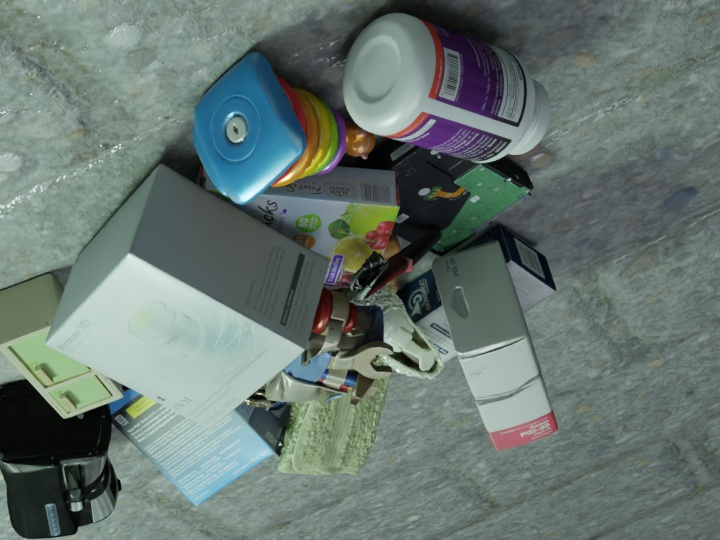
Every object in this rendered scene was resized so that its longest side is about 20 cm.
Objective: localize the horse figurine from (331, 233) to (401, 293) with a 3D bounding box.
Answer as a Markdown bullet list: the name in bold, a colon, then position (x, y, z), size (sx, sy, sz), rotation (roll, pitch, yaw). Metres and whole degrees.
- **horse figurine**: position (0.000, 0.000, 1.785), size (0.132, 0.050, 0.200), rotation (-22, 146, -24)

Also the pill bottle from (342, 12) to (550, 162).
- **pill bottle**: position (0.086, -0.166, 1.506), size (0.200, 0.113, 0.112), rotation (12, 138, -42)

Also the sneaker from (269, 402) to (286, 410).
- **sneaker**: position (-0.113, 0.099, 1.882), size (0.078, 0.066, 0.200), rotation (-5, 145, -18)

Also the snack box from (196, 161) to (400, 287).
- **snack box**: position (-0.072, -0.047, 1.625), size (0.199, 0.053, 0.142), rotation (5, 141, -11)

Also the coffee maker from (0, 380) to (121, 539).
- **coffee maker**: position (-0.384, 0.220, 1.886), size (0.191, 0.135, 0.200), rotation (14, 146, 3)

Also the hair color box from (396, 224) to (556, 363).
- **hair color box**: position (0.122, 0.036, 1.903), size (0.200, 0.061, 0.100), rotation (-34, 137, 24)

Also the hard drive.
- **hard drive**: position (0.080, -0.089, 1.707), size (0.140, 0.038, 0.200), rotation (-34, 146, 25)

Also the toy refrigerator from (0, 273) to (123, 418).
- **toy refrigerator**: position (-0.328, 0.088, 1.731), size (0.076, 0.070, 0.200), rotation (-20, 151, 1)

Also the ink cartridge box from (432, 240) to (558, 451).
- **ink cartridge box**: position (0.153, 0.087, 1.808), size (0.082, 0.147, 0.200), rotation (-18, 141, 5)

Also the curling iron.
- **curling iron**: position (0.044, -0.012, 1.656), size (0.050, 0.026, 0.200), rotation (-57, 166, 27)

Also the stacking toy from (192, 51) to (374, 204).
- **stacking toy**: position (-0.054, -0.129, 1.521), size (0.110, 0.116, 0.200), rotation (-39, 159, 31)

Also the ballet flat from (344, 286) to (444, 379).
- **ballet flat**: position (0.044, 0.073, 1.806), size (0.072, 0.072, 0.200), rotation (-27, 148, 14)

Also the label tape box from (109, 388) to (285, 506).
- **label tape box**: position (-0.210, 0.168, 1.913), size (0.144, 0.063, 0.200), rotation (-35, 106, 27)

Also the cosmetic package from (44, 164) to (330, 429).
- **cosmetic package**: position (-0.173, 0.031, 1.580), size (0.200, 0.123, 0.199), rotation (30, 138, -18)

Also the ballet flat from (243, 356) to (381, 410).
- **ballet flat**: position (-0.049, 0.117, 1.839), size (0.199, 0.046, 0.068), rotation (-16, 136, -24)

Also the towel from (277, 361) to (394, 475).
- **towel**: position (-0.022, 0.157, 1.945), size (0.148, 0.036, 0.201), rotation (4, 106, -46)

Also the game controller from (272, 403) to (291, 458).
- **game controller**: position (-0.080, 0.209, 2.117), size (0.104, 0.042, 0.200), rotation (-9, 151, 11)

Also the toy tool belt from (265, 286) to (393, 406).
- **toy tool belt**: position (-0.018, 0.079, 1.689), size (0.122, 0.125, 0.200), rotation (12, 153, -19)
